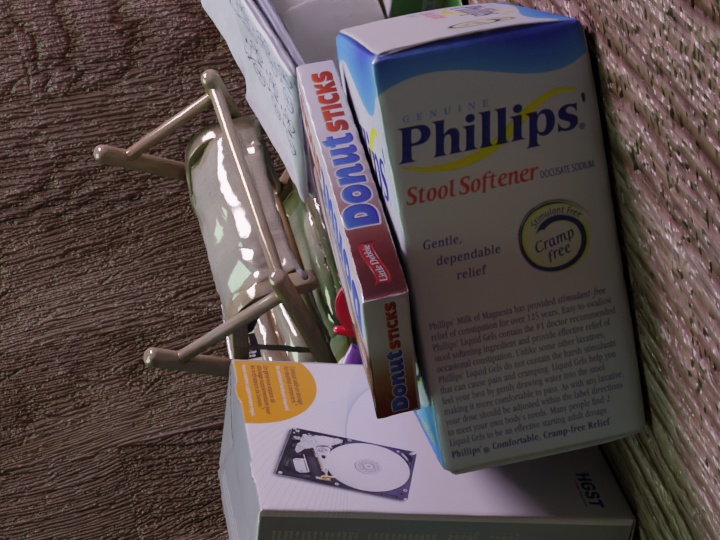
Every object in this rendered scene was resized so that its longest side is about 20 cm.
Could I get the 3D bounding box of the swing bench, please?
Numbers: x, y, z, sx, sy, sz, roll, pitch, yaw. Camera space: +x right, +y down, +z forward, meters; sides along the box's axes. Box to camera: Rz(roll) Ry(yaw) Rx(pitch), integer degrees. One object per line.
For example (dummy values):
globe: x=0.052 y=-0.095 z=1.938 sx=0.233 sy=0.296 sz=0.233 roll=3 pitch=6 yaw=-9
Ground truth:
swing bench: x=-0.084 y=-0.013 z=1.351 sx=0.200 sy=0.129 sz=0.200 roll=31 pitch=-146 yaw=-55

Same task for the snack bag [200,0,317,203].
snack bag: x=-0.081 y=-0.168 z=1.233 sx=0.201 sy=0.021 sz=0.189 roll=62 pitch=170 yaw=21

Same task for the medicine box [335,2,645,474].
medicine box: x=0.060 y=-0.026 z=0.873 sx=0.182 sy=0.102 sz=0.202 roll=-120 pitch=18 yaw=-78

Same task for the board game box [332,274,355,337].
board game box: x=0.000 y=0.000 z=1.243 sx=0.200 sy=0.039 sz=0.160 roll=69 pitch=-150 yaw=-80

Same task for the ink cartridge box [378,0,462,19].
ink cartridge box: x=0.039 y=-0.176 z=1.172 sx=0.146 sy=0.047 sz=0.202 roll=101 pitch=160 yaw=-78

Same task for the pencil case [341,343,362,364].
pencil case: x=0.043 y=0.059 z=1.130 sx=0.200 sy=0.085 sz=0.085 roll=-30 pitch=-43 yaw=-78

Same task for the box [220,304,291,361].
box: x=-0.010 y=0.062 z=1.448 sx=0.035 sy=0.198 sz=0.111 roll=82 pitch=175 yaw=-61

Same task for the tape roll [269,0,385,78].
tape roll: x=-0.031 y=-0.157 z=1.260 sx=0.204 sy=0.070 sz=0.203 roll=62 pitch=170 yaw=20

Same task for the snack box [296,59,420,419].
snack box: x=-0.003 y=-0.021 z=0.853 sx=0.201 sy=0.024 sz=0.072 roll=-106 pitch=8 yaw=-51

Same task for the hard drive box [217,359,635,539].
hard drive box: x=0.029 y=0.121 z=0.947 sx=0.156 sy=0.198 sz=0.078 roll=-111 pitch=27 yaw=-61
